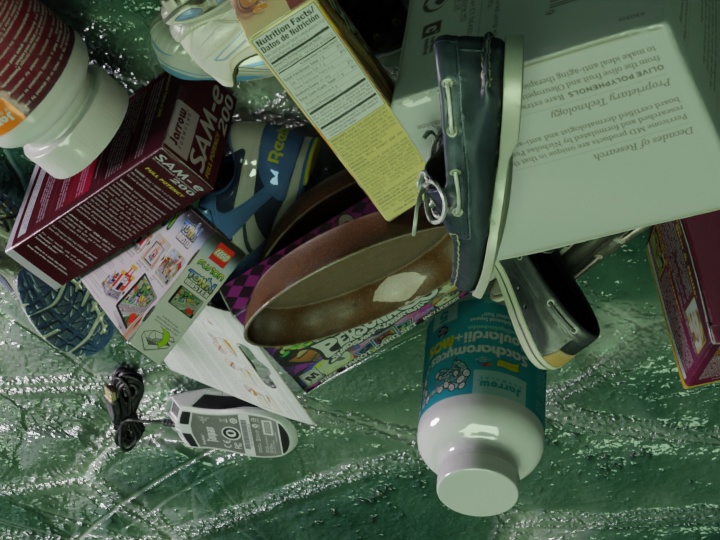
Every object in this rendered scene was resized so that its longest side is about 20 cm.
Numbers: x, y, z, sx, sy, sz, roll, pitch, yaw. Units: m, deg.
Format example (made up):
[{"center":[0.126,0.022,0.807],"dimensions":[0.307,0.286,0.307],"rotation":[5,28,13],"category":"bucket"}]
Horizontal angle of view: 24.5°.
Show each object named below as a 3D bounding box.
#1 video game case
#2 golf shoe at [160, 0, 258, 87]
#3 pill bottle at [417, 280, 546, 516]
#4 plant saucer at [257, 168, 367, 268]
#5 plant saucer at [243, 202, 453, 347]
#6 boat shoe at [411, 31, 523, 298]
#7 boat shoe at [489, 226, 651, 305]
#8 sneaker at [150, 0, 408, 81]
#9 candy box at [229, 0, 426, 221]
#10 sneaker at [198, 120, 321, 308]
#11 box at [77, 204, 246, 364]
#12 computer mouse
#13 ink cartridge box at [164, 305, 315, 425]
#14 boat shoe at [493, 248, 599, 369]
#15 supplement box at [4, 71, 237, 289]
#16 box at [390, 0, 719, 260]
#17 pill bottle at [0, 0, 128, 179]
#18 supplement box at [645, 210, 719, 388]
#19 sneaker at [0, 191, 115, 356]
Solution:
[{"center":[0.004,0.009,1.370],"dimensions":[0.199,0.036,0.181],"rotation":[-31,150,3],"category":"video game case"},{"center":[-0.042,-0.205,1.184],"dimensions":[0.199,0.078,0.098],"rotation":[-25,117,15],"category":"golf shoe"},{"center":[0.107,0.111,1.443],"dimensions":[0.110,0.201,0.111],"rotation":[4,138,3],"category":"pill bottle"},{"center":[-0.004,-0.031,1.374],"dimensions":[0.199,0.037,0.201],"rotation":[-22,150,-14],"category":"plant saucer"},{"center":[0.000,0.000,1.245],"dimensions":[0.199,0.035,0.200],"rotation":[-20,164,-6],"category":"plant saucer"},{"center":[0.067,-0.064,1.055],"dimensions":[0.061,0.075,0.201],"rotation":[6,138,4],"category":"boat shoe"},{"center":[0.188,-0.021,1.387],"dimensions":[0.057,0.067,0.200],"rotation":[32,129,-19],"category":"boat shoe"},{"center":[-0.059,-0.180,1.256],"dimensions":[0.198,0.073,0.073],"rotation":[-3,164,6],"category":"sneaker"},{"center":[-0.021,-0.138,1.124],"dimensions":[0.055,0.116,0.200],"rotation":[-32,135,8],"category":"candy box"},{"center":[-0.100,-0.051,1.396],"dimensions":[0.082,0.074,0.201],"rotation":[21,131,-9],"category":"sneaker"},{"center":[-0.168,-0.009,1.335],"dimensions":[0.035,0.200,0.110],"rotation":[39,90,-29],"category":"box"},{"center":[-0.154,0.144,1.640],"dimensions":[0.198,0.044,0.110],"rotation":[6,134,11],"category":"computer mouse"},{"center":[-0.130,0.048,1.455],"dimensions":[0.199,0.050,0.163],"rotation":[15,149,40],"category":"ink cartridge box"},{"center":[0.135,-0.021,1.333],"dimensions":[0.062,0.074,0.201],"rotation":[-25,86,33],"category":"boat shoe"},{"center":[-0.195,-0.077,1.350],"dimensions":[0.199,0.109,0.061],"rotation":[-29,126,35],"category":"supplement box"},{"center":[0.150,-0.149,1.151],"dimensions":[0.199,0.200,0.172],"rotation":[-14,134,25],"category":"box"},{"center":[-0.278,-0.164,1.265],"dimensions":[0.109,0.110,0.200],"rotation":[-26,128,32],"category":"pill bottle"},{"center":[0.292,0.004,1.284],"dimensions":[0.102,0.132,0.200],"rotation":[-13,166,2],"category":"supplement box"},{"center":[-0.291,-0.009,1.462],"dimensions":[0.077,0.085,0.200],"rotation":[-43,113,-9],"category":"sneaker"}]
